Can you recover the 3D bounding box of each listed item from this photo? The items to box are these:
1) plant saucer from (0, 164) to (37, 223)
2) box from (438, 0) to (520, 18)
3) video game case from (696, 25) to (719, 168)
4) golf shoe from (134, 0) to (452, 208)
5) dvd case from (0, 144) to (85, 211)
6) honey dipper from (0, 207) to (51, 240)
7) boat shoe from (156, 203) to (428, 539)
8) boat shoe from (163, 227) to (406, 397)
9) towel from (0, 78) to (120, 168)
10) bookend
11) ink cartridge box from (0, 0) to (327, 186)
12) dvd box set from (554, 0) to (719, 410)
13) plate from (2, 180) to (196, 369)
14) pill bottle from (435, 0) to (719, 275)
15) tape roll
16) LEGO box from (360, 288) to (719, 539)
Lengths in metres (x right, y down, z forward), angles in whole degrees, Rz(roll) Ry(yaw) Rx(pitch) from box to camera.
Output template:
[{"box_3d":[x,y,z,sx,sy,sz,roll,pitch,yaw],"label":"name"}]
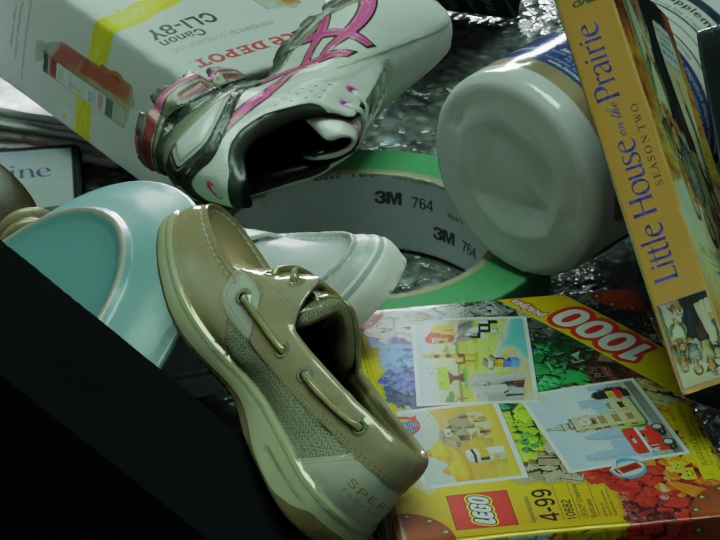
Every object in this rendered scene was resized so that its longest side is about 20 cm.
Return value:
[{"box_3d":[-0.275,-0.030,1.474,0.200,0.032,0.200,-1,28,1],"label":"plant saucer"},{"box_3d":[-0.002,-0.252,1.721,0.198,0.123,0.200,8,-12,16],"label":"box"},{"box_3d":[0.201,-0.032,1.295,0.019,0.143,0.200,-12,-8,18],"label":"video game case"},{"box_3d":[-0.019,-0.087,1.471,0.200,0.073,0.092,-31,46,-27],"label":"golf shoe"},{"box_3d":[-0.221,-0.016,1.495,0.143,0.018,0.200,-5,28,-5],"label":"dvd case"},{"box_3d":[-0.154,0.039,1.351,0.038,0.038,0.200,-7,37,-10],"label":"honey dipper"},{"box_3d":[-0.028,0.033,1.175,0.072,0.065,0.200,31,21,-43],"label":"boat shoe"},{"box_3d":[-0.064,0.010,1.294,0.200,0.069,0.072,-14,35,49],"label":"boat shoe"},{"box_3d":[-0.199,-0.127,1.686,0.200,0.032,0.191,9,30,17],"label":"towel"},{"box_3d":[-0.152,0.123,1.134,0.200,0.199,0.092,40,23,-18],"label":"bookend"},{"box_3d":[-0.110,-0.132,1.586,0.145,0.083,0.200,-21,45,-41],"label":"ink cartridge box"},{"box_3d":[0.143,-0.035,1.245,0.029,0.200,0.146,-20,-13,16],"label":"dvd box set"},{"box_3d":[-0.158,0.029,1.287,0.200,0.026,0.200,-28,35,21],"label":"plate"},{"box_3d":[0.143,-0.085,1.404,0.111,0.111,0.200,24,40,38],"label":"pill bottle"},{"box_3d":[0.000,0.000,1.426,0.200,0.048,0.200,-2,28,1],"label":"tape roll"},{"box_3d":[0.075,0.093,1.219,0.149,0.077,0.200,-5,29,-7],"label":"LEGO box"}]
